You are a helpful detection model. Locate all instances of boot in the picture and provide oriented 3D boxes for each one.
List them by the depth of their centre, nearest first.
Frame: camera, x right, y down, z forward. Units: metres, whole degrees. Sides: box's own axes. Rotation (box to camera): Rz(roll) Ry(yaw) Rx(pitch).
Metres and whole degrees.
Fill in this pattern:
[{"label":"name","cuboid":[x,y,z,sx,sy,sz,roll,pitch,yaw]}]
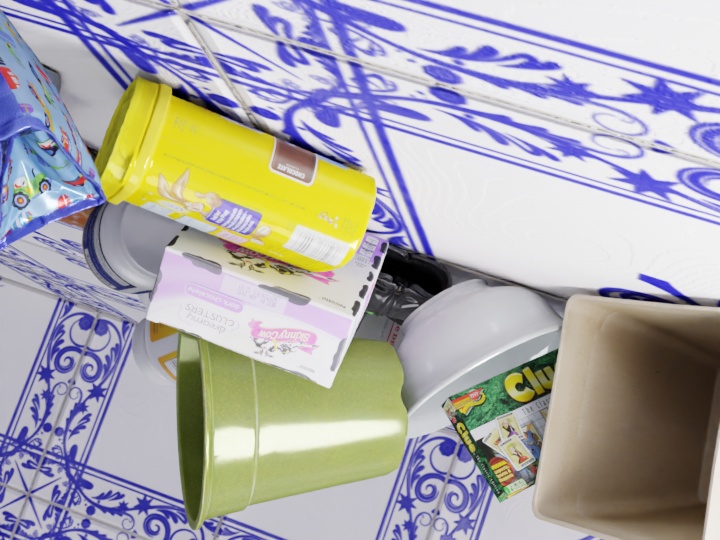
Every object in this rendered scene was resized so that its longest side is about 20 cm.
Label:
[{"label":"boot","cuboid":[0.000,0.000,1.316,0.199,0.070,0.132,11,162,11]}]

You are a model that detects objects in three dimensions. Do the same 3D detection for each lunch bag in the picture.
[{"label":"lunch bag","cuboid":[-0.245,-0.123,0.864,0.151,0.094,0.200,59,165,12]}]

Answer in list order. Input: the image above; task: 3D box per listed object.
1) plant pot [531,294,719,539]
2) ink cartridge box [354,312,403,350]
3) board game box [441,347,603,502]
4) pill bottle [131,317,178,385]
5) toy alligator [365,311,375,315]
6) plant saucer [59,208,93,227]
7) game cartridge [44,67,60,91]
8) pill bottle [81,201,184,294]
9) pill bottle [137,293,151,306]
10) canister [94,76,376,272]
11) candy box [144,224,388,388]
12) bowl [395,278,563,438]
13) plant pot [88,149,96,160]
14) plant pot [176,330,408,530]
[{"label":"plant pot","cuboid":[0.292,0.141,1.127,0.177,0.201,0.200,13,175,-33]},{"label":"ink cartridge box","cuboid":[0.028,0.071,1.460,0.200,0.116,0.067,10,165,44]},{"label":"board game box","cuboid":[0.182,0.130,1.218,0.105,0.199,0.023,57,149,22]},{"label":"pill bottle","cuboid":[-0.143,0.057,1.335,0.200,0.110,0.109,-21,144,40]},{"label":"toy alligator","cuboid":[-0.063,-0.001,1.431,0.199,0.054,0.059,19,126,2]},{"label":"plant saucer","cuboid":[-0.400,-0.103,1.583,0.199,0.038,0.200,20,171,3]},{"label":"game cartridge","cuboid":[-0.331,-0.162,1.126,0.133,0.041,0.200,20,171,-25]},{"label":"pill bottle","cuboid":[-0.219,-0.035,1.360,0.115,0.116,0.200,23,170,-18]},{"label":"pill bottle","cuboid":[-0.194,0.004,1.542,0.199,0.111,0.111,18,170,14]},{"label":"canister","cuboid":[-0.102,-0.069,1.029,0.199,0.087,0.148,21,171,-16]},{"label":"candy box","cuboid":[-0.075,0.006,1.154,0.167,0.072,0.200,21,-158,2]},{"label":"bowl","cuboid":[0.100,0.071,1.248,0.091,0.201,0.201,59,-177,18]},{"label":"plant pot","cuboid":[-0.347,-0.130,1.359,0.199,0.028,0.200,19,170,3]},{"label":"plant pot","cuboid":[-0.062,0.127,1.187,0.189,0.201,0.200,-1,175,-14]}]
